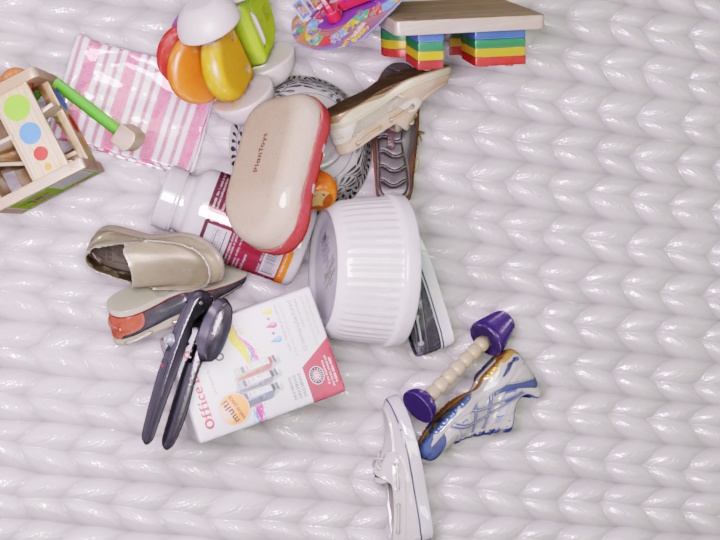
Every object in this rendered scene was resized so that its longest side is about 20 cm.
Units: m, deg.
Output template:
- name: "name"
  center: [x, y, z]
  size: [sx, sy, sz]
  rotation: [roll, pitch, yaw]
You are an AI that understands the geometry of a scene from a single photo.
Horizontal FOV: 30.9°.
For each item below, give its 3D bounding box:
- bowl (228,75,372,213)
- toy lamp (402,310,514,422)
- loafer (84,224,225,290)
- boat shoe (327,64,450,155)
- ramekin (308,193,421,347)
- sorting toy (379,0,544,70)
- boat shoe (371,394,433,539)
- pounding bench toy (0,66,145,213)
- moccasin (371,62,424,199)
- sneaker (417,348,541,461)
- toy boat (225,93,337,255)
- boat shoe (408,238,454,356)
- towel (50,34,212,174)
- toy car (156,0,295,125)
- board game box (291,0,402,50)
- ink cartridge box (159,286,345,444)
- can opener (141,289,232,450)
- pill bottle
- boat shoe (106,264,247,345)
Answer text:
- name: "bowl"
  center: [-0.071, -0.172, 1.744]
  size: [0.200, 0.094, 0.202]
  rotation: [1, 86, -13]
- name: "toy lamp"
  center: [0.138, 0.124, 1.764]
  size: [0.200, 0.058, 0.058]
  rotation: [-39, 95, -31]
- name: "loafer"
  center: [-0.266, -0.008, 1.659]
  size: [0.199, 0.068, 0.076]
  rotation: [7, 122, 24]
- name: "boat shoe"
  center: [0.040, -0.215, 1.715]
  size: [0.200, 0.072, 0.065]
  rotation: [-30, 113, -26]
- name: "ramekin"
  center: [0.000, 0.000, 1.689]
  size: [0.105, 0.200, 0.201]
  rotation: [1, 86, -15]
- name: "sorting toy"
  center: [0.121, -0.318, 1.754]
  size: [0.199, 0.199, 0.070]
  rotation: [-5, 109, -11]
- name: "boat shoe"
  center: [0.047, 0.270, 1.752]
  size: [0.065, 0.072, 0.201]
  rotation: [-11, 92, -10]
- name: "pounding bench toy"
  center: [-0.391, -0.186, 1.639]
  size: [0.199, 0.124, 0.156]
  rotation: [-26, 92, 1]
- name: "moccasin"
  center: [0.052, -0.185, 1.784]
  size: [0.073, 0.078, 0.202]
  rotation: [-5, 81, 3]
- name: "sneaker"
  center: [0.166, 0.200, 1.776]
  size: [0.200, 0.075, 0.088]
  rotation: [-42, 96, -12]
- name: "toy boat"
  center: [-0.081, -0.113, 1.626]
  size: [0.130, 0.130, 0.201]
  rotation: [26, 71, -41]
- name: "boat shoe"
  center: [0.063, 0.019, 1.774]
  size: [0.068, 0.072, 0.201]
  rotation: [-21, 98, -14]
- name: "towel"
  center: [-0.301, -0.220, 1.731]
  size: [0.199, 0.030, 0.147]
  rotation: [15, 82, -10]
- name: "toy car"
  center: [-0.186, -0.292, 1.692]
  size: [0.175, 0.149, 0.200]
  rotation: [66, 33, -35]
- name: "board game box"
  center: [-0.010, -0.373, 1.717]
  size: [0.200, 0.158, 0.039]
  rotation: [-46, 131, -13]
- name: "ink cartridge box"
  center: [-0.144, 0.122, 1.680]
  size: [0.199, 0.145, 0.146]
  rotation: [-20, 90, -11]
- name: "can opener"
  center: [-0.216, 0.118, 1.564]
  size: [0.063, 0.079, 0.201]
  rotation: [25, 91, -14]
- name: "pill bottle"
  center: [-0.166, -0.065, 1.703]
  size: [0.199, 0.113, 0.113]
  rotation: [21, 82, -6]
- name: "boat shoe"
  center: [-0.238, 0.039, 1.709]
  size: [0.199, 0.071, 0.063]
  rotation: [-22, 128, -26]
